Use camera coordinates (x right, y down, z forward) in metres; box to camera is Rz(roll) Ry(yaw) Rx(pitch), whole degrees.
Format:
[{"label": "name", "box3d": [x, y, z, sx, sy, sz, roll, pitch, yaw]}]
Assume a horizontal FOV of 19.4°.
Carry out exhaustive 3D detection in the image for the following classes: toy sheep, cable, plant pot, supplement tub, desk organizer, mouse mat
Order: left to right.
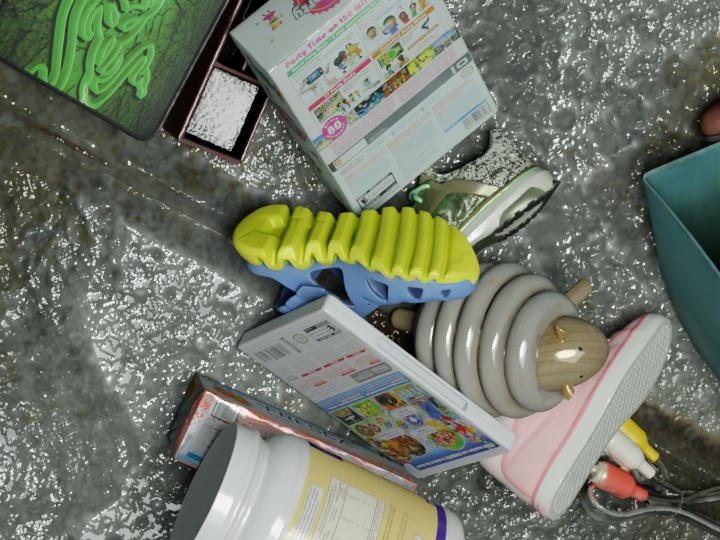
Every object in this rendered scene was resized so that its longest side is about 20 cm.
[{"label": "mouse mat", "box3d": [-0.181, -0.221, 1.614, 0.160, 0.008, 0.201, 29, 95, 8]}, {"label": "desk organizer", "box3d": [-0.082, -0.183, 1.647, 0.071, 0.077, 0.201, 23, 95, -18]}, {"label": "supplement tub", "box3d": [-0.035, 0.215, 1.626, 0.199, 0.145, 0.146, 27, 93, -12]}, {"label": "toy sheep", "box3d": [0.111, 0.054, 1.707, 0.137, 0.199, 0.139, -9, 101, -52]}, {"label": "cable", "box3d": [0.266, 0.192, 1.821, 0.199, 0.050, 0.098, 28, 56, -14]}, {"label": "plant pot", "box3d": [0.334, 0.008, 1.749, 0.140, 0.142, 0.201, -22, 135, -9]}]

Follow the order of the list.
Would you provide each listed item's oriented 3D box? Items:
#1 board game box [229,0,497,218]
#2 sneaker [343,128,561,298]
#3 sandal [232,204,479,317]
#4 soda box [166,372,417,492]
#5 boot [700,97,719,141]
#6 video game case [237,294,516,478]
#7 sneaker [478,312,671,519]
[{"label": "board game box", "box3d": [0.006, -0.153, 1.636, 0.147, 0.064, 0.200, -39, 141, -6]}, {"label": "sneaker", "box3d": [0.063, -0.045, 1.734, 0.199, 0.077, 0.089, -33, 76, -5]}, {"label": "sandal", "box3d": [0.000, 0.000, 1.666, 0.198, 0.080, 0.088, 7, 130, 20]}, {"label": "soda box", "box3d": [-0.057, 0.156, 1.721, 0.199, 0.068, 0.064, 26, 95, -13]}, {"label": "boot", "box3d": [0.312, -0.231, 1.749, 0.188, 0.068, 0.201, -39, 107, -4]}, {"label": "video game case", "box3d": [0.012, 0.097, 1.703, 0.199, 0.143, 0.018, 38, 59, -18]}, {"label": "sneaker", "box3d": [0.173, 0.102, 1.767, 0.201, 0.104, 0.075, -53, 150, -14]}]
